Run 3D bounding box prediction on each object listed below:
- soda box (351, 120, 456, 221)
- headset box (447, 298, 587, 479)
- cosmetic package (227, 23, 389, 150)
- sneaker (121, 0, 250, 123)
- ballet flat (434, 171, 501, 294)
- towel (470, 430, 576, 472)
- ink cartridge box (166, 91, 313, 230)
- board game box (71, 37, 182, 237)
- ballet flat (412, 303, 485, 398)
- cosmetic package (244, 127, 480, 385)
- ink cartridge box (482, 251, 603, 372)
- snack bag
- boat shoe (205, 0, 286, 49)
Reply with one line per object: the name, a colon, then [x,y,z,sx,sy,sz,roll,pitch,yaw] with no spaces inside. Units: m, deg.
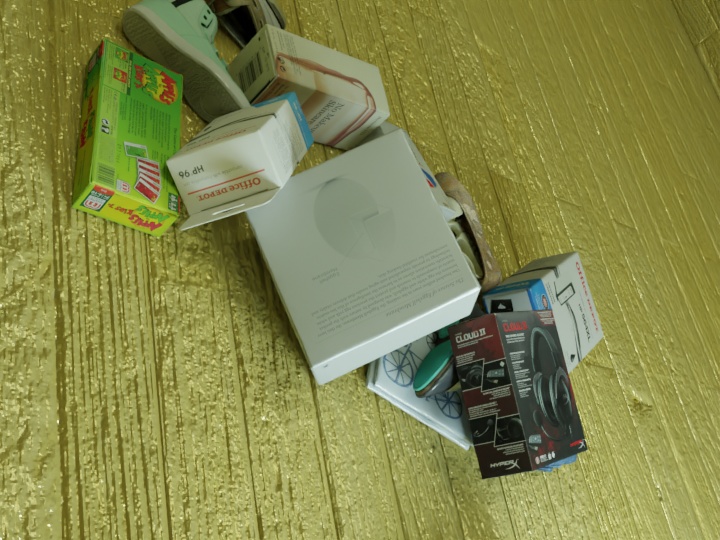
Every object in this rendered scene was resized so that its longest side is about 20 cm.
soda box: [0.056,-0.127,1.152,0.067,0.064,0.202,19,31,-35]
headset box: [0.190,0.135,1.015,0.147,0.076,0.204,2,74,-50]
cosmetic package: [-0.068,-0.241,1.124,0.197,0.103,0.089,7,59,-41]
sneaker: [-0.186,-0.270,1.037,0.200,0.074,0.119,46,45,-7]
ballet flat: [0.149,-0.056,1.244,0.067,0.068,0.203,-15,73,-47]
towel: [0.213,0.207,1.111,0.198,0.048,0.114,16,59,-44]
ink cartridge box: [-0.133,-0.125,0.913,0.201,0.114,0.069,-71,142,-62]
board game box: [-0.250,-0.146,0.906,0.100,0.047,0.203,21,50,-36]
ballet flat: [0.123,0.105,1.065,0.073,0.073,0.201,44,37,-13]
cosmetic package: [0.000,-0.011,0.928,0.123,0.196,0.203,82,-16,-72]
ink cartridge box: [0.277,0.070,1.243,0.199,0.083,0.149,-27,100,-51]
snack bag: [0.087,0.110,1.093,0.187,0.021,0.203,33,44,-26]
boat shoe: [-0.171,-0.370,1.105,0.200,0.074,0.069,45,52,-39]
